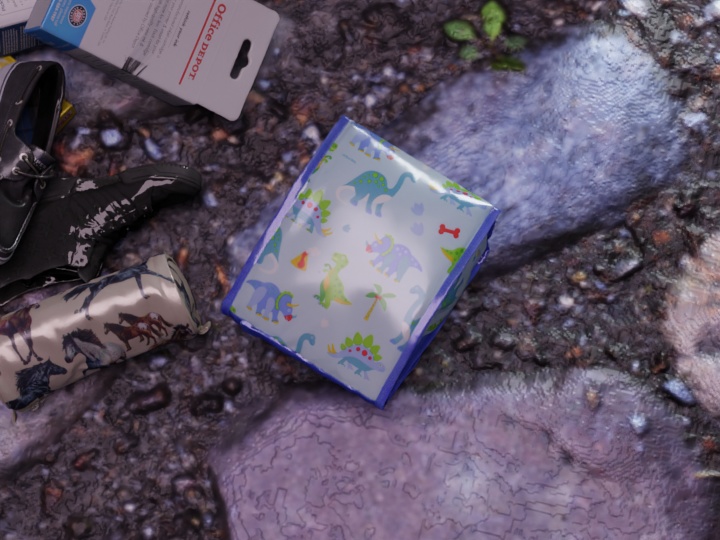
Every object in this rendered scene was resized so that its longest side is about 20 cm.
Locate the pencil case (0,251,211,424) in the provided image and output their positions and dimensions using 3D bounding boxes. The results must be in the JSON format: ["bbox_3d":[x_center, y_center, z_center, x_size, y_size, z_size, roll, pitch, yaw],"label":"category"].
[{"bbox_3d":[-0.236,0.056,1.644,0.199,0.078,0.090,-22,115,-4],"label":"pencil case"}]

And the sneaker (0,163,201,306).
[{"bbox_3d":[-0.238,-0.032,1.678,0.199,0.060,0.105,-6,72,7],"label":"sneaker"}]

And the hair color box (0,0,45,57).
[{"bbox_3d":[-0.352,-0.249,1.716,0.199,0.061,0.100,-17,72,-16],"label":"hair color box"}]

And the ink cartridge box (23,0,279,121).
[{"bbox_3d":[-0.187,-0.224,1.691,0.200,0.068,0.116,26,83,-24],"label":"ink cartridge box"}]

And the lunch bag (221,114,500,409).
[{"bbox_3d":[0.000,0.000,1.623,0.170,0.128,0.200,30,69,9],"label":"lunch bag"}]

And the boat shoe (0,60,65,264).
[{"bbox_3d":[-0.298,-0.100,1.652,0.066,0.070,0.201,-10,56,31],"label":"boat shoe"}]

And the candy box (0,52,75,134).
[{"bbox_3d":[-0.372,-0.172,1.737,0.200,0.026,0.102,38,76,11],"label":"candy box"}]
